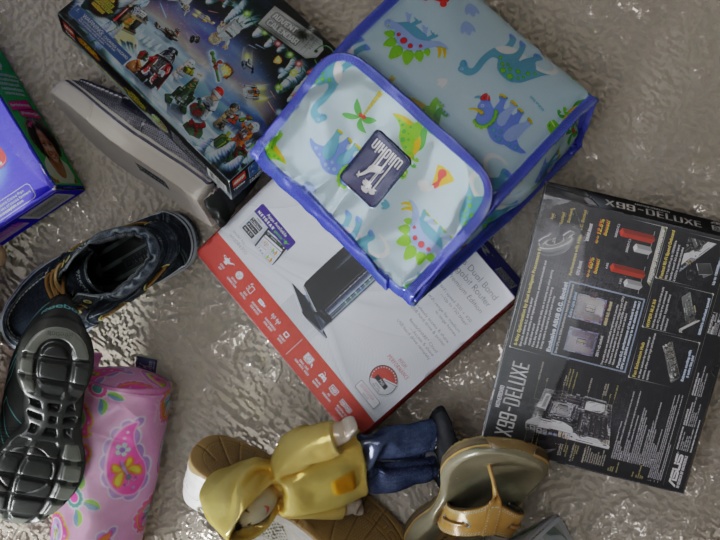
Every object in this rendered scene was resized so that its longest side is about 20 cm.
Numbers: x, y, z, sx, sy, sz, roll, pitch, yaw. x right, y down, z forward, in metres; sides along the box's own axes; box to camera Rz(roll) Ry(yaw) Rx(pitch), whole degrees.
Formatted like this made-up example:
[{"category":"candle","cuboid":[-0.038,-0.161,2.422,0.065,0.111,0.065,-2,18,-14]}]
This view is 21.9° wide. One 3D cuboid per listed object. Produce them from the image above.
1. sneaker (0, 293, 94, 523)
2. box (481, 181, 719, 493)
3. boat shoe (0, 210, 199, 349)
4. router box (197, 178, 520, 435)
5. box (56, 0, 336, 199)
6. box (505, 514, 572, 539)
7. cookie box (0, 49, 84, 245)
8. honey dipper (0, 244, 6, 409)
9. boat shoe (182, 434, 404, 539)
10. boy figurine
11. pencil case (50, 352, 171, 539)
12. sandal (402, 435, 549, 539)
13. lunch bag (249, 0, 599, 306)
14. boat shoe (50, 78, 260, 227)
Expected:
[{"category":"sneaker","cuboid":[-0.250,0.112,1.481,0.075,0.079,0.200,12,116,-16]},{"category":"box","cuboid":[0.187,0.050,1.369,0.157,0.050,0.200,13,106,3]},{"category":"boat shoe","cuboid":[-0.231,0.011,1.516,0.200,0.091,0.071,-30,86,20]},{"category":"router box","cuboid":[0.000,0.000,1.456,0.179,0.049,0.200,-43,82,19]},{"category":"box","cuboid":[-0.118,-0.170,1.442,0.137,0.040,0.200,-43,75,-14]},{"category":"box","cuboid":[0.067,0.282,1.398,0.200,0.176,0.097,-31,85,19]},{"category":"cookie box","cuboid":[-0.357,-0.107,1.542,0.171,0.075,0.200,-32,86,9]},{"category":"honey dipper","cuboid":[-0.312,0.069,1.552,0.038,0.038,0.200,16,117,17]},{"category":"boat shoe","cuboid":[-0.051,0.204,1.494,0.200,0.071,0.069,28,131,7]},{"category":"boy figurine","cuboid":[-0.023,0.154,1.417,0.199,0.124,0.065,-11,52,-14]},{"category":"pencil case","cuboid":[-0.212,0.172,1.533,0.087,0.087,0.201,14,101,17]},{"category":"sandal","cuboid":[0.087,0.183,1.392,0.080,0.054,0.200,7,144,-17]},{"category":"lunch bag","cuboid":[0.045,-0.097,1.356,0.170,0.127,0.200,43,79,12]},{"category":"boat shoe","cuboid":[-0.154,-0.119,1.495,0.200,0.075,0.093,35,76,24]}]
